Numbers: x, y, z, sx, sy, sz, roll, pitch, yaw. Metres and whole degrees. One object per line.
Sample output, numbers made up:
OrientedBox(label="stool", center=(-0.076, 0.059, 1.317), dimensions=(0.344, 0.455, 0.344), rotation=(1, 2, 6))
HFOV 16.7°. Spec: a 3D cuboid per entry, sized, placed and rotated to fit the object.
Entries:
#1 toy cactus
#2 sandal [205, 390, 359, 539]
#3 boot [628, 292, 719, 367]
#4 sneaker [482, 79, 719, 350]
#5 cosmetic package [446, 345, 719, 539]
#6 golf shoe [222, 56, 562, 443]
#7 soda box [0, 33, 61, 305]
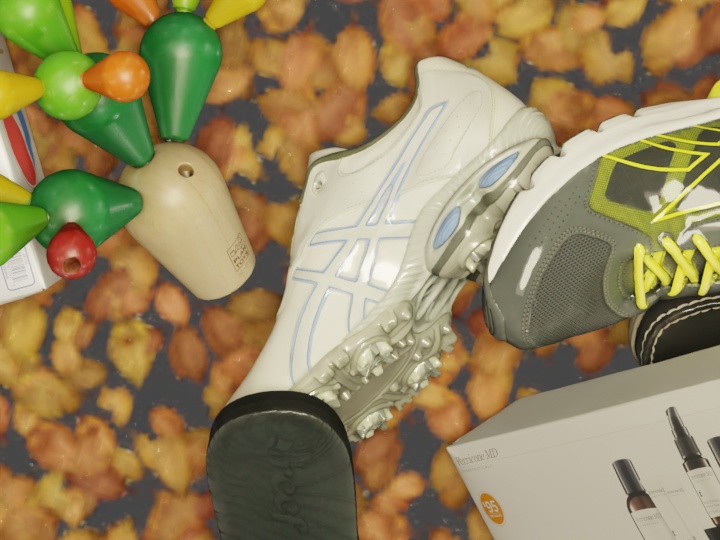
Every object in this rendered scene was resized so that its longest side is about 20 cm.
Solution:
OrientedBox(label="toy cactus", center=(-0.085, -0.059, 0.979), dimensions=(0.102, 0.200, 0.165), rotation=(-10, 132, 29))
OrientedBox(label="sandal", center=(-0.023, 0.143, 1.000), dimensions=(0.075, 0.048, 0.201), rotation=(-11, 121, 8))
OrientedBox(label="boot", center=(0.210, 0.059, 0.958), dimensions=(0.200, 0.151, 0.073), rotation=(4, 127, -2))
OrientedBox(label="sneaker", center=(0.139, -0.024, 0.954), dimensions=(0.200, 0.075, 0.085), rotation=(-32, 50, -15))
OrientedBox(label="cosmetic package", center=(0.119, 0.080, 0.949), dimensions=(0.051, 0.200, 0.083), rotation=(-28, 93, -32))
OrientedBox(label="golf shoe", center=(0.000, 0.000, 1.016), dimensions=(0.200, 0.078, 0.097), rotation=(-45, 65, 9))
OrientedBox(label="soda box", center=(-0.179, -0.081, 1.004), dimensions=(0.064, 0.068, 0.200), rotation=(-15, 95, 4))
